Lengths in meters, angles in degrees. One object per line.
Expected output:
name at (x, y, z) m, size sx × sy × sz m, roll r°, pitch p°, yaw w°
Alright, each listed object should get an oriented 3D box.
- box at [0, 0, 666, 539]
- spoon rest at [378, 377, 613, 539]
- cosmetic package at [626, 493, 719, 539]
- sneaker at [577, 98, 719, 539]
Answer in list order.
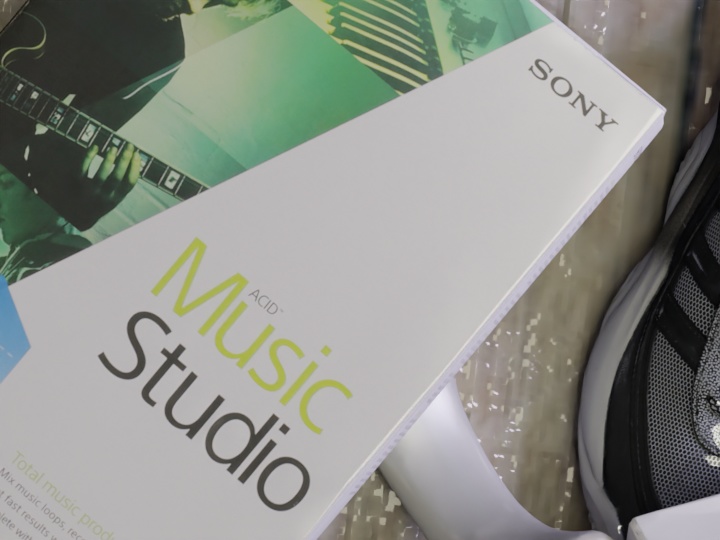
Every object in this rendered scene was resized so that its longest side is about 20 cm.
box at (-0.039, -0.010, 0.749) m, size 0.144 × 0.036 × 0.200 m, roll 40°, pitch 90°, yaw 4°
spoon rest at (0.000, 0.000, 0.799) m, size 0.099 × 0.061 × 0.200 m, roll -25°, pitch 84°, yaw -17°
cosmetic package at (0.176, 0.085, 0.789) m, size 0.200 × 0.083 × 0.051 m, roll -14°, pitch 137°, yaw -17°
sneaker at (0.126, 0.004, 0.800) m, size 0.075 × 0.114 × 0.200 m, roll 21°, pitch 85°, yaw -16°
